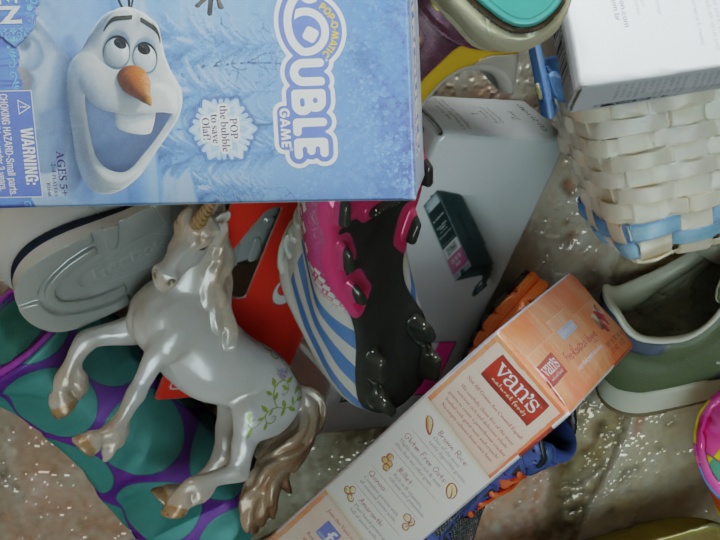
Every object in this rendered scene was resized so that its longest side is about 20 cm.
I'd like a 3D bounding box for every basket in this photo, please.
[{"bbox_3d":[0.163,-0.114,0.854,0.175,0.139,0.202,-9,107,-5],"label":"basket"}]

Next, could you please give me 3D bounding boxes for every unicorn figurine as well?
[{"bbox_3d":[-0.085,0.045,0.863,0.137,0.074,0.200,-48,139,-2],"label":"unicorn figurine"}]

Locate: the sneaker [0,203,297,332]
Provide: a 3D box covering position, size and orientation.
[{"bbox_3d":[-0.100,-0.043,0.886,0.199,0.081,0.077,-19,136,-23],"label":"sneaker"}]

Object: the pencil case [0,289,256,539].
[{"bbox_3d":[-0.135,0.092,0.959,0.092,0.085,0.200,-32,123,9],"label":"pencil case"}]

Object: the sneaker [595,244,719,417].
[{"bbox_3d":[0.227,0.019,0.993,0.198,0.067,0.090,-17,132,4],"label":"sneaker"}]

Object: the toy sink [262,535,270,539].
[{"bbox_3d":[-0.031,0.261,1.024,0.130,0.201,0.112,-30,125,10],"label":"toy sink"}]

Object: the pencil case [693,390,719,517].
[{"bbox_3d":[0.256,0.136,1.031,0.088,0.089,0.200,-26,150,6],"label":"pencil case"}]

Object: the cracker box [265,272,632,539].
[{"bbox_3d":[0.043,0.096,0.906,0.058,0.134,0.200,48,115,6],"label":"cracker box"}]

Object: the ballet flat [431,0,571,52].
[{"bbox_3d":[0.012,-0.174,0.733,0.069,0.070,0.200,-38,97,15],"label":"ballet flat"}]

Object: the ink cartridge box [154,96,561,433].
[{"bbox_3d":[0.000,0.000,0.914,0.173,0.044,0.201,-3,128,-40],"label":"ink cartridge box"}]

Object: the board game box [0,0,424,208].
[{"bbox_3d":[-0.076,-0.128,0.700,0.197,0.043,0.202,-1,107,6],"label":"board game box"}]

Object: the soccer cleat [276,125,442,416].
[{"bbox_3d":[-0.012,-0.014,0.820,0.070,0.086,0.201,-35,139,-29],"label":"soccer cleat"}]

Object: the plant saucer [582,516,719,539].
[{"bbox_3d":[0.150,0.250,1.147,0.198,0.049,0.201,-15,126,-1],"label":"plant saucer"}]

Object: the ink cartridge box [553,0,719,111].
[{"bbox_3d":[0.174,-0.185,0.787,0.198,0.201,0.041,-9,168,-3],"label":"ink cartridge box"}]

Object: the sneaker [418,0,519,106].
[{"bbox_3d":[-0.018,-0.099,0.799,0.198,0.075,0.091,-13,112,-6],"label":"sneaker"}]

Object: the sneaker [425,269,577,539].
[{"bbox_3d":[0.084,0.101,1.000,0.078,0.075,0.201,30,122,16],"label":"sneaker"}]
